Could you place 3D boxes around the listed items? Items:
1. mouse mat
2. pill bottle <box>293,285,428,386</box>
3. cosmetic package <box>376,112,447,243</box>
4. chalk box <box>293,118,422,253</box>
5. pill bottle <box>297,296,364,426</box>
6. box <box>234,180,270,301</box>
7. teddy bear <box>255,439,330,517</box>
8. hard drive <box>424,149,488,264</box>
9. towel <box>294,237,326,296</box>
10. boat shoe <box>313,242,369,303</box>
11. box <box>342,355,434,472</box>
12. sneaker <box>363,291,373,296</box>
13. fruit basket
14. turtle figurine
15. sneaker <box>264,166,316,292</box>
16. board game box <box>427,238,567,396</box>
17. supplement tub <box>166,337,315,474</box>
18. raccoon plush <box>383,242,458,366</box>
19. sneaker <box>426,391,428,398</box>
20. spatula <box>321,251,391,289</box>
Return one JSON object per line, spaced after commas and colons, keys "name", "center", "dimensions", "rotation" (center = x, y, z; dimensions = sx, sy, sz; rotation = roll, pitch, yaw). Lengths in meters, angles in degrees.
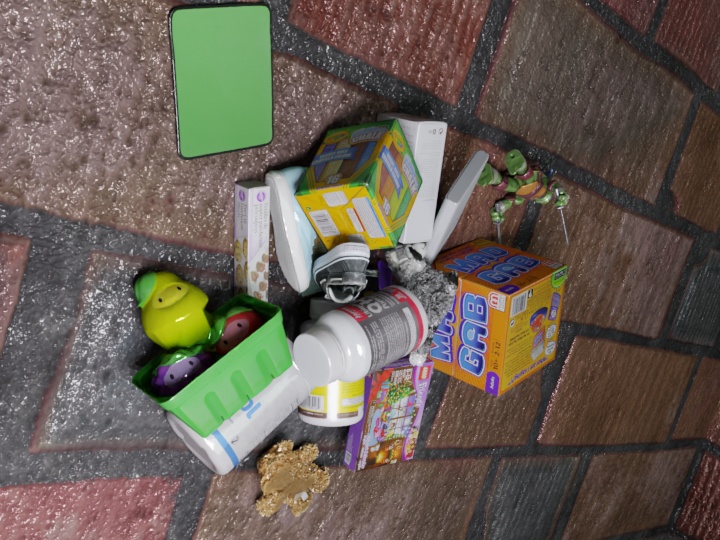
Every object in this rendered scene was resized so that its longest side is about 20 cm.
{"name": "mouse mat", "center": [-0.184, -0.257, 1.091], "dimensions": [0.161, 0.008, 0.200], "rotation": [-18, 118, -39]}
{"name": "pill bottle", "center": [-0.001, 0.101, 1.203], "dimensions": [0.200, 0.111, 0.111], "rotation": [-22, 122, -42]}
{"name": "cosmetic package", "center": [0.073, -0.153, 1.323], "dimensions": [0.074, 0.102, 0.200], "rotation": [-8, 112, -41]}
{"name": "chalk box", "center": [0.009, -0.140, 1.202], "dimensions": [0.125, 0.124, 0.200], "rotation": [60, 38, -37]}
{"name": "pill bottle", "center": [-0.046, 0.146, 1.314], "dimensions": [0.109, 0.109, 0.200], "rotation": [-2, 96, -44]}
{"name": "box", "center": [-0.161, -0.031, 1.188], "dimensions": [0.039, 0.041, 0.200], "rotation": [-15, 118, -40]}
{"name": "teddy bear", "center": [-0.123, 0.358, 1.391], "dimensions": [0.200, 0.067, 0.145], "rotation": [25, 98, -54]}
{"name": "hard drive", "center": [0.157, -0.101, 1.390], "dimensions": [0.132, 0.026, 0.200], "rotation": [-55, 170, -33]}
{"name": "towel", "center": [-0.041, -0.065, 1.308], "dimensions": [0.147, 0.022, 0.200], "rotation": [-11, 113, -43]}
{"name": "boat shoe", "center": [-0.033, 0.015, 1.208], "dimensions": [0.072, 0.200, 0.071], "rotation": [6, 76, -9]}
{"name": "box", "center": [0.050, 0.250, 1.418], "dimensions": [0.137, 0.039, 0.200], "rotation": [-4, 112, -38]}
{"name": "sneaker", "center": [-0.015, 0.127, 1.397], "dimensions": [0.077, 0.073, 0.200], "rotation": [28, 89, -19]}
{"name": "fruit basket", "center": [-0.219, 0.089, 1.079], "dimensions": [0.215, 0.155, 0.216], "rotation": [-6, 102, -33]}
{"name": "turtle figurine", "center": [0.316, -0.133, 1.542], "dimensions": [0.194, 0.144, 0.200], "rotation": [28, 83, -43]}
{"name": "sneaker", "center": [-0.086, -0.062, 1.217], "dimensions": [0.082, 0.074, 0.200], "rotation": [-19, 122, -22]}
{"name": "board game box", "center": [0.240, 0.079, 1.504], "dimensions": [0.200, 0.200, 0.200], "rotation": [-21, 121, -44]}
{"name": "supplement tub", "center": [-0.177, 0.193, 1.206], "dimensions": [0.200, 0.132, 0.132], "rotation": [-43, 133, -24]}
{"name": "raccoon plush", "center": [0.081, 0.049, 1.363], "dimensions": [0.134, 0.097, 0.200], "rotation": [21, 76, -7]}
{"name": "sneaker", "center": [0.072, 0.260, 1.521], "dimensions": [0.121, 0.084, 0.200], "rotation": [-19, 119, -27]}
{"name": "spatula", "center": [0.000, 0.000, 1.336], "dimensions": [0.200, 0.021, 0.057], "rotation": [18, 65, -49]}
